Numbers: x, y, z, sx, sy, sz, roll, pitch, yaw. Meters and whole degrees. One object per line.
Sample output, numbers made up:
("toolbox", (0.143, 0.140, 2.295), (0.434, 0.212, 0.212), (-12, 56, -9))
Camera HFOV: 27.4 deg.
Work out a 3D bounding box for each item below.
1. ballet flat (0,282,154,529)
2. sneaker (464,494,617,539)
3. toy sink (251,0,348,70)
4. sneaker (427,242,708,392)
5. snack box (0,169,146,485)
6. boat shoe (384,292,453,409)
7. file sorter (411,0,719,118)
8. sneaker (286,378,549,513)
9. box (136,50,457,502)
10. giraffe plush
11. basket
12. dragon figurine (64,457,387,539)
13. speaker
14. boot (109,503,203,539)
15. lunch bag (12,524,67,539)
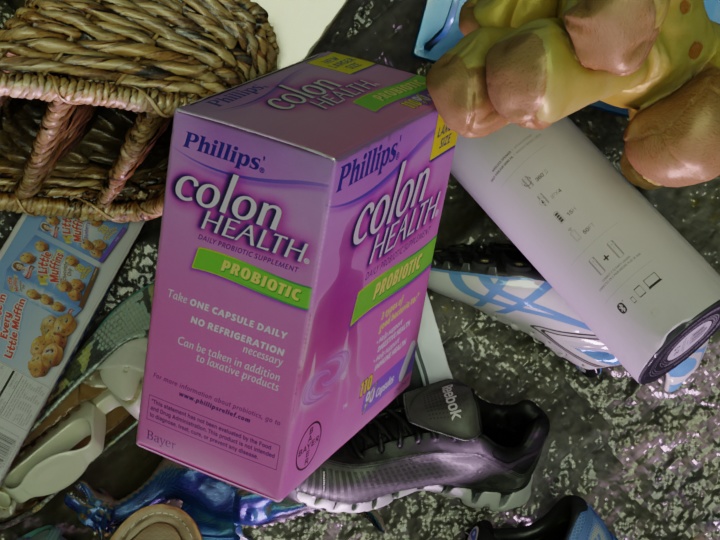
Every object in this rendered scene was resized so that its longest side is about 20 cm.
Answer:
("ballet flat", (-0.169, 0.092, 0.942), (0.200, 0.071, 0.069), (-44, 120, -6))
("sneaker", (0.075, 0.210, 0.965), (0.200, 0.079, 0.089), (-30, 109, -11))
("toy sink", (-0.043, -0.227, 0.928), (0.130, 0.112, 0.200), (35, 94, -5))
("sneaker", (0.130, 0.030, 0.974), (0.200, 0.072, 0.073), (16, 106, 0))
("snack box", (-0.210, 0.032, 0.928), (0.072, 0.024, 0.200), (28, 66, -5))
("boat shoe", (0.000, 0.000, 0.964), (0.068, 0.072, 0.200), (-20, 101, -5))
("file sorter", (0.152, -0.181, 0.939), (0.200, 0.123, 0.139), (15, 92, -5))
("sneaker", (0.034, 0.105, 0.934), (0.200, 0.067, 0.091), (5, 131, -24))
("box", (-0.031, -0.004, 0.838), (0.097, 0.176, 0.200), (18, 114, 20))
("giraffe plush", (0.160, -0.114, 0.826), (0.162, 0.172, 0.200), (48, 61, -21))
("basket", (-0.147, -0.086, 0.865), (0.143, 0.200, 0.149), (37, 64, -8))
("dragon figurine", (-0.088, 0.159, 0.964), (0.200, 0.059, 0.100), (21, 92, -1))
("speaker", (0.136, -0.029, 0.914), (0.081, 0.081, 0.200), (-40, 69, -2))
("boot", (-0.117, 0.227, 0.916), (0.077, 0.155, 0.200), (-1, 96, 5))
("lunch bag", (-0.235, 0.234, 0.886), (0.160, 0.200, 0.077), (-37, 100, 6))
